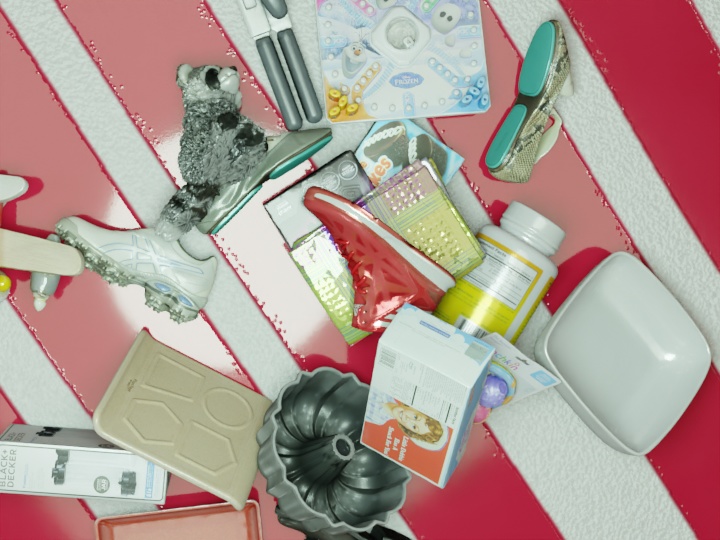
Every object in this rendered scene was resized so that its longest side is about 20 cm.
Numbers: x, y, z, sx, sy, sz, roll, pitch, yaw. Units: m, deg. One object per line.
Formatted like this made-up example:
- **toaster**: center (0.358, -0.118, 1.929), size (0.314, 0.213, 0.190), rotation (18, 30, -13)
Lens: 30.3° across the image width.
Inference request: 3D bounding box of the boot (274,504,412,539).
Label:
- **boot**: center (-0.036, 0.387, 1.622), size (0.199, 0.069, 0.175), rotation (21, 93, -6)

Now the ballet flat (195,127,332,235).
- **ballet flat**: center (-0.125, -0.123, 1.582), size (0.200, 0.067, 0.064), rotation (-39, 89, -2)

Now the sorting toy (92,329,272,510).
- **sorting toy**: center (-0.202, 0.175, 1.549), size (0.199, 0.185, 0.037), rotation (32, 122, -8)

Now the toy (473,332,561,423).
- **toy**: center (0.121, 0.149, 1.555), size (0.115, 0.199, 0.047), rotation (35, 49, -28)

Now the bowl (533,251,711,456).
- **bowl**: center (0.309, 0.104, 1.607), size (0.200, 0.075, 0.200), rotation (47, 64, -7)

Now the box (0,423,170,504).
- **box**: center (-0.323, 0.226, 1.561), size (0.198, 0.117, 0.061), rotation (5, 93, -5)

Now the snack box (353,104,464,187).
- **snack box**: center (0.022, -0.085, 1.610), size (0.116, 0.037, 0.201), rotation (34, 90, -6)

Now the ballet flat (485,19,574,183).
- **ballet flat**: center (0.217, -0.200, 1.614), size (0.075, 0.068, 0.201), rotation (17, 98, -28)

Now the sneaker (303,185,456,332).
- **sneaker**: center (0.000, 0.000, 1.486), size (0.199, 0.078, 0.116), rotation (34, 90, -6)

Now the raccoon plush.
- **raccoon plush**: center (-0.202, -0.151, 1.542), size (0.200, 0.097, 0.134), rotation (-43, 58, -1)

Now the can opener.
- **can opener**: center (-0.098, -0.266, 1.572), size (0.053, 0.067, 0.201), rotation (-21, 95, -3)

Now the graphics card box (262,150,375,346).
- **graphics card box**: center (-0.012, -0.027, 1.567), size (0.125, 0.051, 0.201), rotation (-31, 96, -2)

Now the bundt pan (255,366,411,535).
- **bundt pan**: center (-0.040, 0.220, 1.567), size (0.201, 0.076, 0.203), rotation (20, 53, -30)

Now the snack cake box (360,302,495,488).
- **snack cake box**: center (0.072, 0.143, 1.489), size (0.114, 0.201, 0.067), rotation (26, 51, 14)

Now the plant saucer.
- **plant saucer**: center (-0.213, 0.384, 1.621), size (0.198, 0.037, 0.201), rotation (-6, 94, -4)

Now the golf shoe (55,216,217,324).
- **golf shoe**: center (-0.263, -0.022, 1.583), size (0.199, 0.078, 0.098), rotation (32, 73, -12)

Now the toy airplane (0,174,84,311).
- **toy airplane**: center (-0.442, -0.018, 1.538), size (0.199, 0.141, 0.200), rotation (-32, 60, -12)

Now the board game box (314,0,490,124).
- **board game box**: center (0.049, -0.282, 1.586), size (0.198, 0.026, 0.202), rotation (-5, 83, -5)

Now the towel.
- **towel**: center (0.034, -0.021, 1.537), size (0.199, 0.023, 0.144), rotation (-34, 98, -2)

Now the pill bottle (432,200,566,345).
- **pill bottle**: center (0.162, 0.021, 1.594), size (0.109, 0.109, 0.201), rotation (32, 91, -6)
